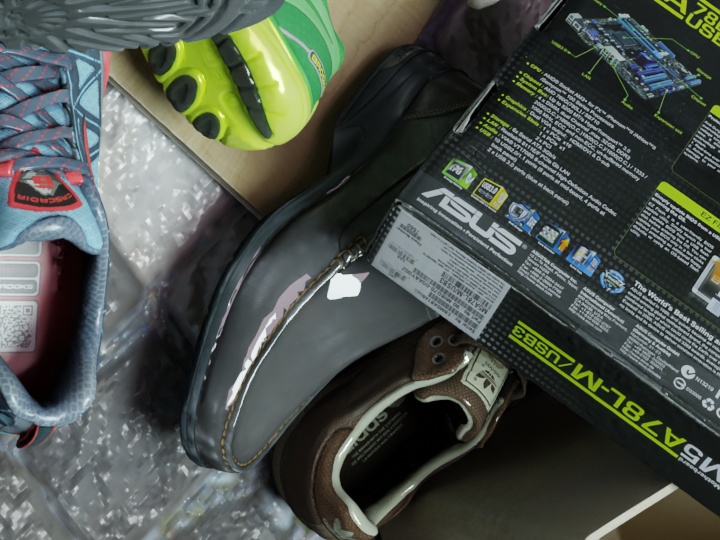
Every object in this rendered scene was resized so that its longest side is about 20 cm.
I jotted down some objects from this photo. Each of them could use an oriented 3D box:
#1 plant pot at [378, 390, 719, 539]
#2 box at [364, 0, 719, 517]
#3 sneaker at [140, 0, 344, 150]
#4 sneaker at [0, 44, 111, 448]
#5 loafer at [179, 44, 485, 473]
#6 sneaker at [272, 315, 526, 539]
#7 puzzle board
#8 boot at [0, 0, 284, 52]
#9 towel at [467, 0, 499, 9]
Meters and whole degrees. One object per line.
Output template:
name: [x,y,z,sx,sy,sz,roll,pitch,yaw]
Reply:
plant pot: [0.122,0.142,0.963,0.199,0.177,0.201,-27,113,-31]
box: [0.131,-0.018,0.879,0.199,0.048,0.193,35,50,4]
sneaker: [-0.063,-0.145,0.838,0.084,0.074,0.201,-43,118,-51]
sneaker: [-0.115,-0.036,0.799,0.079,0.095,0.202,-7,102,-22]
loafer: [0.000,0.000,0.897,0.201,0.072,0.073,-58,155,-16]
sneaker: [0.050,0.037,0.928,0.200,0.076,0.070,-48,115,-3]
puzzle board: [-0.028,-0.138,0.907,0.151,0.017,0.201,42,72,-33]
boot: [-0.109,-0.170,0.670,0.164,0.066,0.202,-2,76,-16]
towel: [0.071,-0.222,0.945,0.200,0.034,0.133,-49,119,-29]
